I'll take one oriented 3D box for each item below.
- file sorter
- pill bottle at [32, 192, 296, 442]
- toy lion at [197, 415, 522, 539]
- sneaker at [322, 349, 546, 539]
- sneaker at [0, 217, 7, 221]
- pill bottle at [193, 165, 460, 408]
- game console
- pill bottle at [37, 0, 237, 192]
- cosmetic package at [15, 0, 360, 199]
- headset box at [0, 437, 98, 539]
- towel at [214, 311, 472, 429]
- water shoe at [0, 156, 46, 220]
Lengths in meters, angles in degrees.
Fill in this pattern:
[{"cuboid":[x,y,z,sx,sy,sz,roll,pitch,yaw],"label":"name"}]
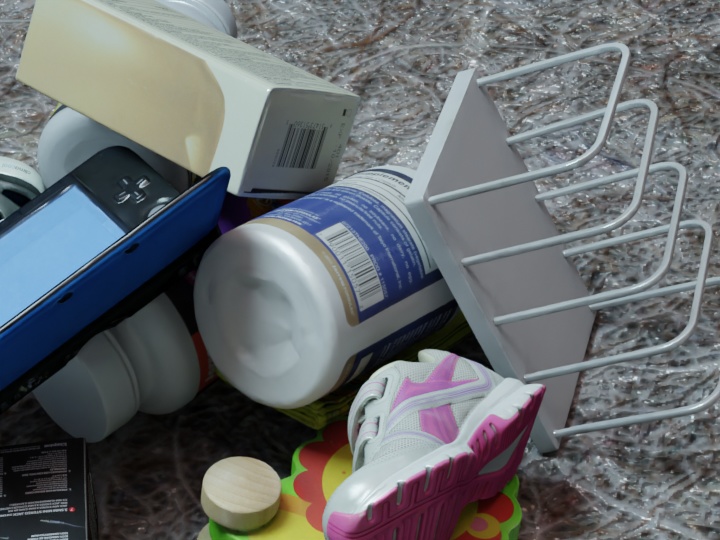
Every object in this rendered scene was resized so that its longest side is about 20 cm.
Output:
[{"cuboid":[0.137,-0.018,1.172,0.124,0.201,0.139,-14,32,28],"label":"file sorter"},{"cuboid":[-0.117,0.021,1.229,0.111,0.112,0.200,28,49,31],"label":"pill bottle"},{"cuboid":[0.014,0.160,1.107,0.190,0.069,0.200,-12,40,-24],"label":"toy lion"},{"cuboid":[0.025,0.104,1.082,0.088,0.082,0.200,26,26,20],"label":"sneaker"},{"cuboid":[-0.225,-0.012,1.271,0.199,0.087,0.075,-26,88,-17],"label":"sneaker"},{"cuboid":[0.000,0.000,1.179,0.110,0.112,0.199,26,32,29],"label":"pill bottle"},{"cuboid":[-0.184,-0.009,1.108,0.199,0.119,0.170,-37,52,-17],"label":"game console"},{"cuboid":[-0.154,-0.126,1.406,0.111,0.113,0.201,7,40,10],"label":"pill bottle"},{"cuboid":[-0.111,-0.115,1.220,0.199,0.072,0.105,28,16,31],"label":"cosmetic package"},{"cuboid":[-0.217,0.193,1.053,0.147,0.078,0.201,-7,41,-5],"label":"headset box"},{"cuboid":[0.000,0.043,1.235,0.086,0.018,0.199,25,32,28],"label":"towel"},{"cuboid":[-0.318,-0.040,1.340,0.198,0.072,0.079,-4,42,-2],"label":"water shoe"}]
